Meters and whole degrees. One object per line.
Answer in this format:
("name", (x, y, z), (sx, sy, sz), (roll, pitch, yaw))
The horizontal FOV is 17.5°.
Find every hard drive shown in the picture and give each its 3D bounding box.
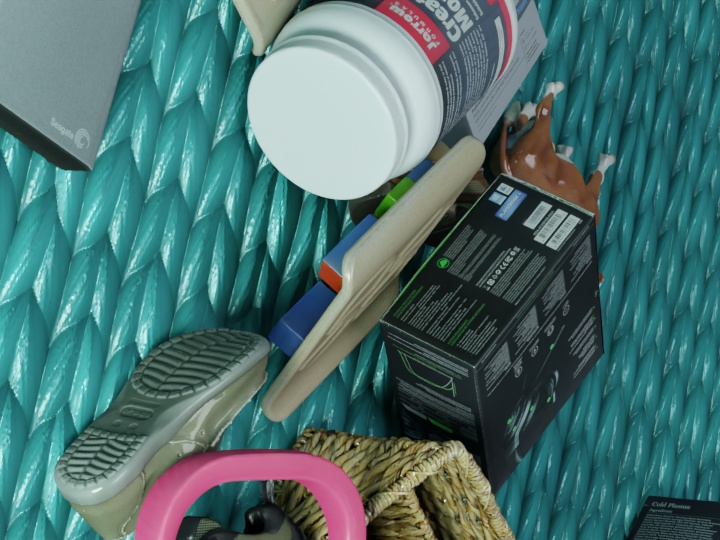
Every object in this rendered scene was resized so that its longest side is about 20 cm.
("hard drive", (-0.194, -0.181, 1.491), (0.140, 0.033, 0.201), (38, 61, -53))

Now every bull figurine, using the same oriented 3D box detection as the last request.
("bull figurine", (0.173, -0.073, 2.065), (0.200, 0.065, 0.122), (53, 45, -49))

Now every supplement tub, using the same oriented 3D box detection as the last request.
("supplement tub", (0.018, -0.154, 1.735), (0.200, 0.140, 0.141), (-47, 131, -46))

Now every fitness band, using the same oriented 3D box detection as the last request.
("fitness band", (-0.073, 0.192, 1.577), (0.200, 0.037, 0.144), (4, 87, -46))

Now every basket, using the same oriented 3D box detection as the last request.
("basket", (0.024, 0.233, 1.768), (0.143, 0.149, 0.200), (-60, 140, -36))

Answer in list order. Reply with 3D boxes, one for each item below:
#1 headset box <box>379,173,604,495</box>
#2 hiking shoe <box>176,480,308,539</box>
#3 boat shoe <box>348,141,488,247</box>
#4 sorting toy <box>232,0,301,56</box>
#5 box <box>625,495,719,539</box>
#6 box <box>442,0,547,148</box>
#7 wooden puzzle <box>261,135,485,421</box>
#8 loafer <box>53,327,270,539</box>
("headset box", (0.111, 0.058, 1.872), (0.174, 0.093, 0.200), (-50, 151, -26))
("hiking shoe", (-0.116, 0.227, 1.629), (0.200, 0.076, 0.101), (-31, 87, -40))
("boat shoe", (0.047, -0.066, 1.863), (0.200, 0.075, 0.074), (15, 63, -62))
("sorting toy", (-0.062, -0.286, 1.692), (0.185, 0.036, 0.200), (-59, 139, -38))
("box", (0.317, 0.356, 2.293), (0.182, 0.104, 0.200), (-55, 137, -42))
("box", (0.084, -0.225, 1.931), (0.156, 0.041, 0.200), (-56, 136, -40))
("wooden puzzle", (0.000, 0.000, 1.728), (0.185, 0.046, 0.200), (-46, 170, -40))
("loafer", (-0.131, 0.110, 1.590), (0.200, 0.075, 0.070), (-42, 133, -37))
